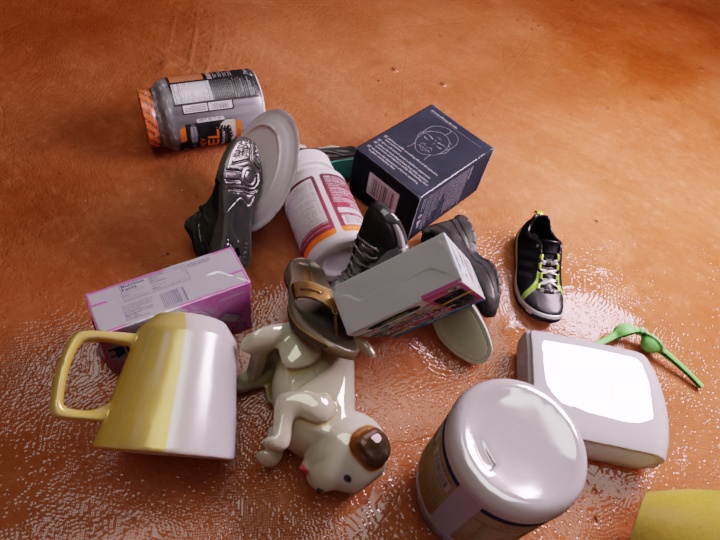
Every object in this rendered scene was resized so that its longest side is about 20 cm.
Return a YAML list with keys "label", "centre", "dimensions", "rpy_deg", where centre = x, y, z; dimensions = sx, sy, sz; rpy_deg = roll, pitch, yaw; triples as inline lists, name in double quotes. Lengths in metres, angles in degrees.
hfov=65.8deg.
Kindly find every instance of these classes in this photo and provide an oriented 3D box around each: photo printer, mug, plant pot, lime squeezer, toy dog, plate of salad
- label: "photo printer"
  centre: [0.319, 0.178, 0.766]
  dimensions: [0.200, 0.069, 0.167]
  rpy_deg: [13, 53, 0]
- label: "mug"
  centre: [-0.214, 0.125, 0.620]
  dimensions: [0.149, 0.187, 0.153]
  rpy_deg: [-4, 68, 23]
- label: "plant pot"
  centre: [0.375, 0.325, 0.612]
  dimensions: [0.142, 0.200, 0.200]
  rpy_deg: [17, 48, 35]
- label: "lime squeezer"
  centre: [0.428, 0.119, 0.850]
  dimensions: [0.200, 0.038, 0.071]
  rpy_deg: [15, 53, 1]
- label: "toy dog"
  centre: [-0.046, 0.177, 0.681]
  dimensions: [0.194, 0.140, 0.200]
  rpy_deg: [-8, 55, -38]
- label: "plate of salad"
  centre: [-0.153, -0.155, 0.878]
  dimensions: [0.048, 0.200, 0.200]
  rpy_deg: [16, 43, -43]

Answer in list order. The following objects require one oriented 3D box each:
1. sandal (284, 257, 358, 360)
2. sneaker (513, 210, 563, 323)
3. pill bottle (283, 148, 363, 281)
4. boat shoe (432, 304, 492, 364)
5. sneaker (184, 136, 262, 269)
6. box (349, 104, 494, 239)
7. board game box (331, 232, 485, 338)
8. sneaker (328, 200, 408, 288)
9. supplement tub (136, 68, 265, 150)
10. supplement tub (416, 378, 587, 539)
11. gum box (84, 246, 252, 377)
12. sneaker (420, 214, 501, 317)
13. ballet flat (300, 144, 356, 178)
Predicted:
- label: "sandal"
  centre: [-0.050, 0.033, 0.698]
  dimensions: [0.080, 0.054, 0.200]
  rpy_deg: [18, 27, -28]
- label: "sneaker"
  centre: [0.288, -0.013, 0.895]
  dimensions: [0.072, 0.083, 0.200]
  rpy_deg: [4, 53, -6]
- label: "pill bottle"
  centre: [-0.060, -0.090, 0.875]
  dimensions: [0.109, 0.110, 0.200]
  rpy_deg: [-12, 57, -18]
- label: "boat shoe"
  centre: [0.130, 0.049, 0.830]
  dimensions: [0.201, 0.072, 0.061]
  rpy_deg: [52, 23, 16]
- label: "sneaker"
  centre: [-0.209, -0.100, 0.829]
  dimensions: [0.114, 0.200, 0.076]
  rpy_deg: [12, 7, 39]
- label: "box"
  centre: [0.104, -0.175, 0.968]
  dimensions: [0.200, 0.107, 0.148]
  rpy_deg: [-36, 66, -29]
- label: "board game box"
  centre: [0.070, 0.029, 0.708]
  dimensions: [0.147, 0.200, 0.064]
  rpy_deg: [-25, 76, 15]
- label: "sneaker"
  centre: [0.000, 0.000, 0.768]
  dimensions: [0.115, 0.200, 0.075]
  rpy_deg: [-32, 59, -20]
- label: "supplement tub"
  centre: [-0.275, -0.279, 0.970]
  dimensions: [0.200, 0.123, 0.123]
  rpy_deg: [-14, 57, -18]
- label: "supplement tub"
  centre: [0.143, 0.224, 0.619]
  dimensions: [0.144, 0.200, 0.145]
  rpy_deg: [5, 53, -6]
- label: "gum box"
  centre: [-0.248, 0.057, 0.729]
  dimensions: [0.200, 0.114, 0.066]
  rpy_deg: [-20, 59, -23]
- label: "sneaker"
  centre: [0.155, -0.002, 0.879]
  dimensions: [0.091, 0.076, 0.200]
  rpy_deg: [-12, 47, -10]
- label: "ballet flat"
  centre: [-0.079, -0.188, 0.978]
  dimensions: [0.200, 0.068, 0.068]
  rpy_deg: [-7, 44, -27]
